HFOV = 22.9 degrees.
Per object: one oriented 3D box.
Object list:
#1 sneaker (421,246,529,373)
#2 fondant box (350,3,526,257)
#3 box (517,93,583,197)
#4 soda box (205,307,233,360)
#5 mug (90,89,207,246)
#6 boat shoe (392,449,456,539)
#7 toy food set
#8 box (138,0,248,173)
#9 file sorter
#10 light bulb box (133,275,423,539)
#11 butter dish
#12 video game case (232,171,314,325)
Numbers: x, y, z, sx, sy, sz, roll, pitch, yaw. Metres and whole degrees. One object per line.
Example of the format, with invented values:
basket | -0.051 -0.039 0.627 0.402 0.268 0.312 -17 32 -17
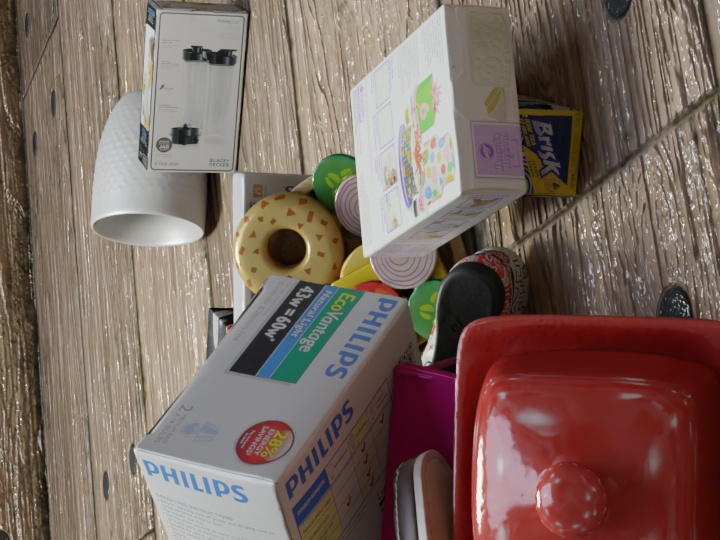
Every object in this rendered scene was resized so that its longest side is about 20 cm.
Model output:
sneaker | 0.082 0.077 1.417 0.108 0.067 0.203 -36 -36 -64
fondant box | 0.056 -0.102 1.374 0.200 0.058 0.146 146 121 -66
box | 0.103 -0.108 1.416 0.200 0.064 0.071 -148 61 -67
soda box | -0.119 0.101 2.012 0.200 0.063 0.071 -143 56 -64
mug | -0.264 -0.128 2.310 0.200 0.146 0.177 57 -147 -71
boat shoe | 0.048 0.224 1.213 0.059 0.072 0.202 -10 96 32
toy food set | 0.000 0.000 1.549 0.201 0.197 0.049 62 -163 1
box | -0.204 -0.223 2.160 0.060 0.116 0.202 -134 46 -64
file sorter | 0.107 0.169 1.283 0.138 0.125 0.202 11 103 33
light bulb box | -0.041 0.146 1.291 0.124 0.199 0.201 10 133 29
butter dish | 0.141 0.132 1.100 0.148 0.198 0.201 -10 -79 -73
video game case | -0.041 0.012 1.645 0.023 0.181 0.202 0 91 49
